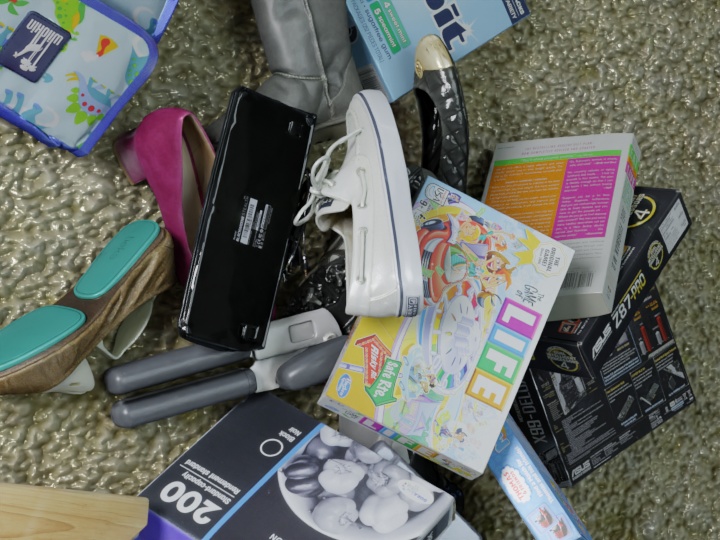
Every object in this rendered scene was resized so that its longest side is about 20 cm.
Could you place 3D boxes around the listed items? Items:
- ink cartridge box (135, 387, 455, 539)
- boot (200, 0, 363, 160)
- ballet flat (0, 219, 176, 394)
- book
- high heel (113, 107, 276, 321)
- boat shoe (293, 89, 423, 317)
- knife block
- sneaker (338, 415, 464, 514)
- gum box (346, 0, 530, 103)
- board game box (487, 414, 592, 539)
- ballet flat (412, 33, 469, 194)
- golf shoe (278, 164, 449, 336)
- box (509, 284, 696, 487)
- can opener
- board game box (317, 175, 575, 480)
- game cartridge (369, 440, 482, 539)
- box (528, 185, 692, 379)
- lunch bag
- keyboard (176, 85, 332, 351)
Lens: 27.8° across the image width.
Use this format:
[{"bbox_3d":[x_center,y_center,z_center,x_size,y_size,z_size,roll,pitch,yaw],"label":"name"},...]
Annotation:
[{"bbox_3d":[-0.066,0.197,1.075,0.200,0.198,0.043,-44,146,-32],"label":"ink cartridge box"},{"bbox_3d":[-0.074,-0.197,1.175,0.182,0.073,0.200,-22,109,-38],"label":"boot"},{"bbox_3d":[-0.204,0.044,1.075,0.200,0.068,0.072,-47,130,-36],"label":"ballet flat"},{"bbox_3d":[0.168,-0.039,1.278,0.048,0.133,0.200,60,36,-37],"label":"book"},{"bbox_3d":[-0.109,-0.037,1.128,0.067,0.096,0.200,-39,106,-34],"label":"high heel"},{"bbox_3d":[-0.009,-0.051,1.106,0.086,0.075,0.202,-5,62,-7],"label":"boat shoe"},{"bbox_3d":[-0.268,0.167,0.999,0.200,0.064,0.176,-42,109,-33],"label":"knife block"},{"bbox_3d":[0.041,0.153,1.236,0.112,0.073,0.200,14,84,-38],"label":"sneaker"},{"bbox_3d":[0.046,-0.264,1.310,0.200,0.045,0.170,-35,105,-35],"label":"gum box"},{"bbox_3d":[0.123,0.151,1.204,0.037,0.151,0.200,-35,69,3],"label":"board game box"},{"bbox_3d":[0.062,-0.103,1.261,0.057,0.066,0.200,-7,106,-12],"label":"ballet flat"},{"bbox_3d":[0.000,0.000,1.222,0.078,0.094,0.200,42,87,-12],"label":"golf shoe"},{"bbox_3d":[0.221,0.094,1.388,0.200,0.050,0.158,-27,99,-37],"label":"box"},{"bbox_3d":[-0.094,0.075,1.120,0.200,0.067,0.053,-14,97,-27],"label":"can opener"},{"bbox_3d":[0.069,0.043,1.133,0.134,0.034,0.200,26,69,-4],"label":"board game box"},{"bbox_3d":[-0.004,0.251,1.150,0.133,0.041,0.200,45,81,-3],"label":"game cartridge"},{"bbox_3d":[0.180,0.002,1.299,0.200,0.161,0.049,-52,129,-29],"label":"box"},{"bbox_3d":[-0.229,-0.206,1.053,0.170,0.127,0.200,30,80,-33],"label":"lunch bag"},{"bbox_3d":[-0.084,-0.033,1.124,0.104,0.040,0.200,20,78,-33],"label":"keyboard"}]
